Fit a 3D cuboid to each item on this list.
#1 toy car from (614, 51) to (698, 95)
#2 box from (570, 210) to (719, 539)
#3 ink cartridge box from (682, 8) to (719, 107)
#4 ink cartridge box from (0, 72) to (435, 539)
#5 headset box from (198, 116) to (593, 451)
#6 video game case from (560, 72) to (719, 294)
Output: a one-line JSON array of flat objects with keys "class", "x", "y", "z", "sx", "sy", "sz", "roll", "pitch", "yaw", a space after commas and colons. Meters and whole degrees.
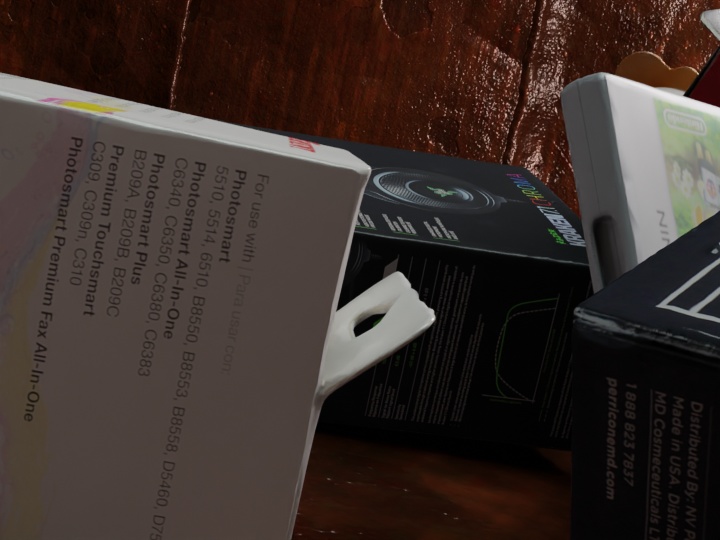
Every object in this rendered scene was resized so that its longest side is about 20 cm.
[{"class": "toy car", "x": 0.194, "y": -0.049, "z": 0.976, "sx": 0.176, "sy": 0.202, "sz": 0.183, "roll": -19, "pitch": -21, "yaw": 36}, {"class": "box", "x": 0.184, "y": 0.053, "z": 0.353, "sx": 0.197, "sy": 0.125, "sz": 0.199, "roll": 13, "pitch": 26, "yaw": 37}, {"class": "ink cartridge box", "x": 0.254, "y": -0.039, "z": 0.682, "sx": 0.174, "sy": 0.084, "sz": 0.201, "roll": -12, "pitch": 55, "yaw": -38}, {"class": "ink cartridge box", "x": -0.083, "y": 0.012, "z": 0.420, "sx": 0.198, "sy": 0.127, "sz": 0.129, "roll": 12, "pitch": 7, "yaw": -4}, {"class": "headset box", "x": 0.000, "y": 0.000, "z": 0.685, "sx": 0.197, "sy": 0.094, "sz": 0.174, "roll": 8, "pitch": 18, "yaw": -11}, {"class": "video game case", "x": 0.152, "y": 0.033, "z": 0.507, "sx": 0.022, "sy": 0.184, "sz": 0.199, "roll": -19, "pitch": -17, "yaw": 42}]
